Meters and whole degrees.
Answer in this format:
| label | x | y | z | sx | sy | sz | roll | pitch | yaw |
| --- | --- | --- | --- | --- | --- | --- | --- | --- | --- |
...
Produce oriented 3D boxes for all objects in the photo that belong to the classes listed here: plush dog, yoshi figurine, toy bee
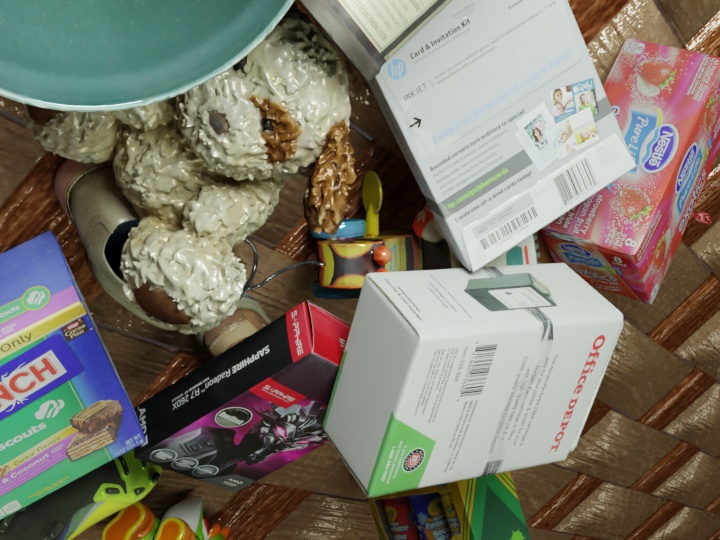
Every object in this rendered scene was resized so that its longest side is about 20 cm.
| label | x | y | z | sx | sy | sz | roll | pitch | yaw |
| --- | --- | --- | --- | --- | --- | --- | --- | --- | --- |
| plush dog | -0.080 | -0.088 | 0.683 | 0.170 | 0.202 | 0.160 | -25 | -172 | 30 |
| yoshi figurine | -0.191 | 0.310 | 1.148 | 0.110 | 0.114 | 0.200 | -21 | 151 | 5 |
| toy bee | 0.000 | 0.000 | 0.902 | 0.199 | 0.108 | 0.133 | -36 | 119 | -40 |

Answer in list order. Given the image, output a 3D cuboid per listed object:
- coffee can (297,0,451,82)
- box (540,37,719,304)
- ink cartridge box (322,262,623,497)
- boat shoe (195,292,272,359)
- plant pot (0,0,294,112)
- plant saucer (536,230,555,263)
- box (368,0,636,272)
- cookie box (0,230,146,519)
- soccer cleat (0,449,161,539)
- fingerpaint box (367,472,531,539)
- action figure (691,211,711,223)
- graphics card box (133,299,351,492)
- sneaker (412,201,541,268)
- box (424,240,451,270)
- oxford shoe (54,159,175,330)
| label | x | y | z | sx | sy | sz | roll | pitch | yaw |
| --- | --- | --- | --- | --- | --- | --- | --- | --- | --- |
| coffee can | 0.031 | -0.228 | 0.624 | 0.199 | 0.147 | 0.146 | -41 | 148 | 7 |
| box | 0.245 | -0.088 | 0.984 | 0.202 | 0.094 | 0.100 | -62 | 148 | -15 |
| ink cartridge box | 0.086 | 0.079 | 0.859 | 0.197 | 0.084 | 0.148 | -3 | 123 | -33 |
| boat shoe | -0.078 | 0.088 | 0.993 | 0.076 | 0.072 | 0.200 | -41 | 148 | 7 |
| plant pot | -0.127 | -0.194 | 0.510 | 0.197 | 0.135 | 0.202 | -14 | 137 | -14 |
| plant saucer | 0.175 | -0.038 | 1.028 | 0.199 | 0.037 | 0.203 | -33 | 133 | -45 |
| box | 0.097 | -0.125 | 0.820 | 0.155 | 0.041 | 0.202 | -32 | 112 | -7 |
| cookie box | -0.263 | 0.091 | 0.813 | 0.169 | 0.076 | 0.201 | -27 | 146 | -14 |
| soccer cleat | -0.251 | 0.199 | 0.956 | 0.083 | 0.065 | 0.199 | -35 | 177 | 35 |
| fingerpaint box | 0.088 | 0.261 | 1.215 | 0.072 | 0.170 | 0.199 | -14 | 174 | -31 |
| action figure | 0.352 | -0.090 | 1.167 | 0.200 | 0.100 | 0.065 | -44 | 146 | 15 |
| graphics card box | -0.076 | 0.109 | 0.914 | 0.198 | 0.052 | 0.125 | -30 | 142 | 25 |
| sneaker | 0.084 | -0.065 | 0.900 | 0.092 | 0.070 | 0.203 | -15 | 110 | -3 |
| box | 0.107 | 0.074 | 1.088 | 0.036 | 0.145 | 0.201 | -31 | 148 | -5 |
| oxford shoe | -0.157 | 0.000 | 0.801 | 0.070 | 0.074 | 0.201 | -33 | 148 | -5 |
